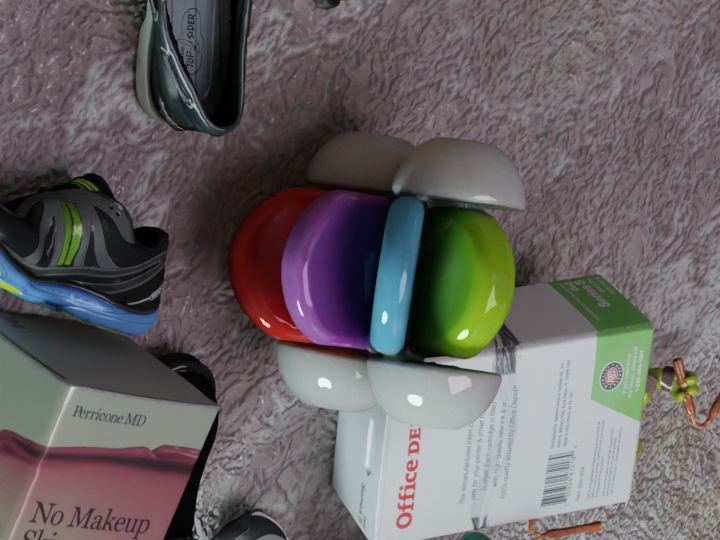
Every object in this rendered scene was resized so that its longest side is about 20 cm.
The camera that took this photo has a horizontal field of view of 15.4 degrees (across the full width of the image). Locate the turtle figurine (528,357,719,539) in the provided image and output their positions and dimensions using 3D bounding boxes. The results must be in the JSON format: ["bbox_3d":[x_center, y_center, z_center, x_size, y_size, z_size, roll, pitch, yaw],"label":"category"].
[{"bbox_3d":[0.175,0.093,1.961,0.200,0.064,0.161,-37,127,-1],"label":"turtle figurine"}]

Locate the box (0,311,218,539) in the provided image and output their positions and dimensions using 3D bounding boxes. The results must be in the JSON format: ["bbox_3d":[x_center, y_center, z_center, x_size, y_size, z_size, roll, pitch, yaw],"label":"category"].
[{"bbox_3d":[-0.193,0.139,1.588,0.128,0.109,0.201,11,106,-47],"label":"box"}]

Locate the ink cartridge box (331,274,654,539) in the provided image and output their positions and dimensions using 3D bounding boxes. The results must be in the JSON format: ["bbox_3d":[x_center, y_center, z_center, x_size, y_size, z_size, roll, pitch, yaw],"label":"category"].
[{"bbox_3d":[0.088,0.095,1.826,0.199,0.084,0.146,-8,120,-23],"label":"ink cartridge box"}]

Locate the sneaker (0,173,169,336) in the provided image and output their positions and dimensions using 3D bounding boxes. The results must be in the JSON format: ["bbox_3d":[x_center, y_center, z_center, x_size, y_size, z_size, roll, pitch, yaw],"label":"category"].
[{"bbox_3d":[-0.183,-0.023,1.538,0.199,0.071,0.083,25,82,-51],"label":"sneaker"}]

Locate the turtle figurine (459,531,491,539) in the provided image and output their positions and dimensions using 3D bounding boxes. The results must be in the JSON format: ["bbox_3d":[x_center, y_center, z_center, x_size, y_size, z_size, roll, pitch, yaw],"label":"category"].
[{"bbox_3d":[0.037,0.251,1.886,0.149,0.101,0.200,-26,157,-21],"label":"turtle figurine"}]

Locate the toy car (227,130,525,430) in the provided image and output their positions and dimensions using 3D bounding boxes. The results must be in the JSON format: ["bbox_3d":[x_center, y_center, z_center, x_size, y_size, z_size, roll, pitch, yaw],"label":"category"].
[{"bbox_3d":[0.000,0.000,1.634,0.149,0.199,0.176,10,89,-41],"label":"toy car"}]

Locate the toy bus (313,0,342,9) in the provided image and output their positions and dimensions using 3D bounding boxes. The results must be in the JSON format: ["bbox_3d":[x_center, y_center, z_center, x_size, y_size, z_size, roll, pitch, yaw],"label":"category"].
[{"bbox_3d":[-0.018,-0.199,1.533,0.200,0.065,0.079,5,77,-62],"label":"toy bus"}]

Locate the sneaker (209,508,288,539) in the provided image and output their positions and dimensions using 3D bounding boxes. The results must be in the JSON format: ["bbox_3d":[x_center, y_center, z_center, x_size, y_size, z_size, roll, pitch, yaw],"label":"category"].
[{"bbox_3d":[-0.055,0.241,1.815,0.074,0.079,0.201,-36,134,-21],"label":"sneaker"}]

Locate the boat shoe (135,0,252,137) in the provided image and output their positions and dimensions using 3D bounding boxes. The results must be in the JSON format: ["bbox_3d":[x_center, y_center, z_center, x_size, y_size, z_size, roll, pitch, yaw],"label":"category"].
[{"bbox_3d":[-0.090,-0.167,1.531,0.074,0.066,0.200,-15,124,-37],"label":"boat shoe"}]

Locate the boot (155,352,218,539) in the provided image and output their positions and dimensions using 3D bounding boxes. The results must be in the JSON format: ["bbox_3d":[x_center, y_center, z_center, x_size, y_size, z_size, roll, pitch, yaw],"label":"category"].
[{"bbox_3d":[-0.108,0.174,1.657,0.079,0.158,0.212,9,107,-47],"label":"boot"}]
